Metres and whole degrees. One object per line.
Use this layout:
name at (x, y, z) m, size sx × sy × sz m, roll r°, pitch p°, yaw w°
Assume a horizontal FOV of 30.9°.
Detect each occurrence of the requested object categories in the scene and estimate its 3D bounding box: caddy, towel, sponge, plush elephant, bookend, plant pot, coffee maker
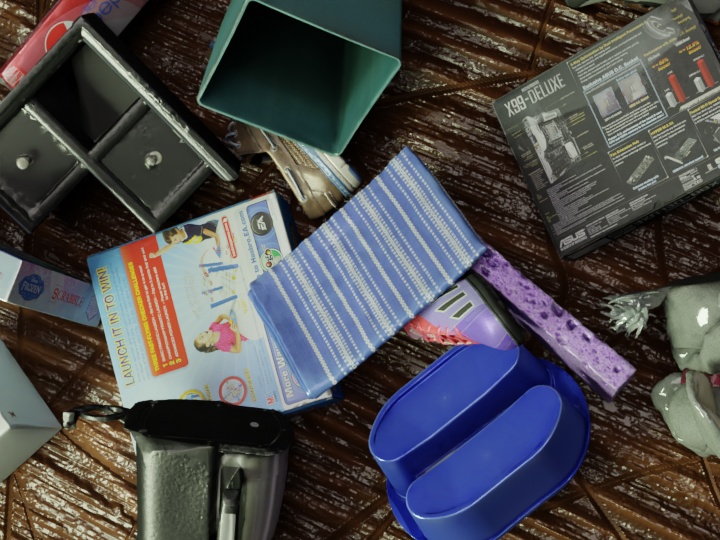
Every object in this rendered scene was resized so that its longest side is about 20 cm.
caddy at (0.104, 0.151, 1.133) m, size 0.199 × 0.105 × 0.142 m, roll -38°, pitch 54°, yaw 1°
towel at (0.000, 0.000, 1.119) m, size 0.200 × 0.024 × 0.145 m, roll -41°, pitch 49°, yaw 9°
sponge at (0.152, 0.036, 1.134) m, size 0.200 × 0.112 × 0.030 m, roll 43°, pitch 89°, yaw 14°
plush elephant at (0.308, 0.083, 1.076) m, size 0.197 × 0.165 × 0.157 m, roll -10°, pitch 93°, yaw 4°
bookend at (-0.249, -0.097, 1.211) m, size 0.200 × 0.092 × 0.199 m, roll -43°, pitch 102°, yaw 6°
plant pot at (-0.046, -0.241, 1.169) m, size 0.140 × 0.141 × 0.202 m, roll 19°, pitch 53°, yaw -17°
coffee maker at (-0.156, 0.222, 1.138) m, size 0.190 × 0.134 × 0.203 m, roll 10°, pitch 103°, yaw 20°

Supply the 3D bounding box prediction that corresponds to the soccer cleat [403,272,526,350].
soccer cleat at (0.075, 0.039, 1.107) m, size 0.073 × 0.200 × 0.069 m, roll -39°, pitch 113°, yaw -7°

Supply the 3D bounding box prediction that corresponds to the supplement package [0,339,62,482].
supplement package at (-0.405, 0.166, 1.222) m, size 0.199 × 0.117 × 0.117 m, roll -40°, pitch 76°, yaw 4°

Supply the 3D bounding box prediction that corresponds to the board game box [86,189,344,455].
board game box at (-0.136, 0.054, 1.217) m, size 0.193 × 0.056 × 0.203 m, roll -18°, pitch 79°, yaw 8°

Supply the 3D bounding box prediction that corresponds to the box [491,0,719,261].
box at (0.234, -0.123, 1.148) m, size 0.198 × 0.050 × 0.159 m, roll -29°, pitch 76°, yaw 21°

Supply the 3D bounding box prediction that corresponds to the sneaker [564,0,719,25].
sneaker at (0.282, -0.256, 1.172) m, size 0.197 × 0.074 × 0.081 m, roll -5°, pitch 105°, yaw 16°

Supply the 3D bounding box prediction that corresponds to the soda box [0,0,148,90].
soda box at (-0.266, -0.245, 1.269) m, size 0.063 × 0.070 × 0.200 m, roll 41°, pitch 90°, yaw -20°

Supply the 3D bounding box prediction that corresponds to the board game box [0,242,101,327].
board game box at (-0.355, -0.013, 1.196) m, size 0.198 × 0.199 × 0.042 m, roll 23°, pitch 86°, yaw 13°

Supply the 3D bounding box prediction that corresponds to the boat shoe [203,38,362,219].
boat shoe at (-0.089, -0.133, 1.226) m, size 0.072 × 0.072 × 0.200 m, roll -44°, pitch 77°, yaw 2°
